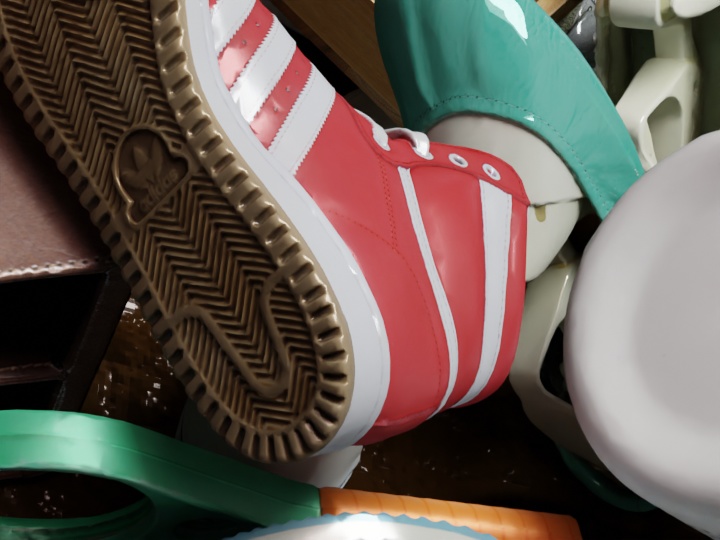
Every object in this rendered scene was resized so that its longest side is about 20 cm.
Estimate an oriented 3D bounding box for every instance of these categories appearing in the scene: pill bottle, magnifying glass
[{"bbox_3d":[0.154,0.043,0.755,0.200,0.114,0.115,32,30,-50],"label":"pill bottle"},{"bbox_3d":[-0.034,0.069,0.700,0.199,0.080,0.023,6,62,-19],"label":"magnifying glass"}]

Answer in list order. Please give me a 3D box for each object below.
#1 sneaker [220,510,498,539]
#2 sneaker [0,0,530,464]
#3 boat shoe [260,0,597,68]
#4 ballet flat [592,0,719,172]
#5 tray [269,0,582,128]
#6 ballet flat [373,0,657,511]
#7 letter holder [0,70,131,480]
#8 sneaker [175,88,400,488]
[{"bbox_3d":[0.026,0.123,0.693,0.199,0.077,0.081,11,48,-17],"label":"sneaker"},{"bbox_3d":[-0.026,-0.043,0.691,0.112,0.071,0.201,-4,64,-54],"label":"sneaker"},{"bbox_3d":[0.050,-0.099,0.912,0.201,0.065,0.075,24,44,-8],"label":"boat shoe"},{"bbox_3d":[0.103,-0.067,0.825,0.071,0.201,0.072,-1,17,0],"label":"ballet flat"},{"bbox_3d":[0.045,-0.132,0.873,0.099,0.037,0.200,44,47,4],"label":"tray"},{"bbox_3d":[0.059,-0.002,0.772,0.200,0.067,0.071,57,40,-29],"label":"ballet flat"},{"bbox_3d":[-0.169,-0.042,0.721,0.141,0.101,0.201,-6,54,-30],"label":"letter holder"},{"bbox_3d":[0.000,0.000,0.791,0.073,0.071,0.201,25,44,-5],"label":"sneaker"}]
